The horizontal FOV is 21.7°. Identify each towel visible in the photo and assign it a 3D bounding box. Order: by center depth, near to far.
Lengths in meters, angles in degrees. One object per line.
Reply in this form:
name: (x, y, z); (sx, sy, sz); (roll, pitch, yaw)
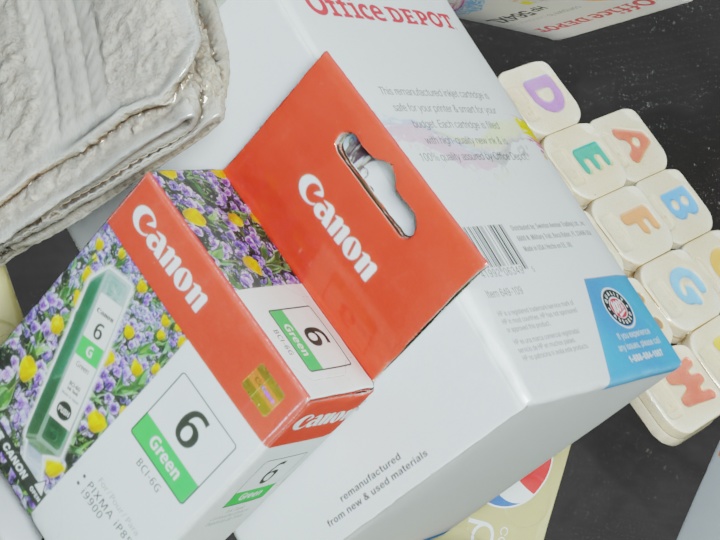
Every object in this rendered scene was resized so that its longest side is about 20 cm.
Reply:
towel: (-0.123, -0.110, 0.752); (0.034, 0.132, 0.201); (32, 33, -50)

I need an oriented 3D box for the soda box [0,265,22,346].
soda box: (-0.236, 0.044, 0.752); (0.199, 0.064, 0.068); (-26, 113, -24)

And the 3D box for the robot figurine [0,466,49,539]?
robot figurine: (-0.194, 0.149, 0.748); (0.199, 0.150, 0.125); (-28, 88, -25)

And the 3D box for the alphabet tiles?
alphabet tiles: (0.117, -0.013, 0.910); (0.195, 0.015, 0.201); (-22, 73, -48)

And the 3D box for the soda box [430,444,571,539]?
soda box: (0.045, 0.115, 0.889); (0.067, 0.064, 0.201); (18, 86, -29)

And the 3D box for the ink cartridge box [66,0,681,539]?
ink cartridge box: (0.000, 0.000, 0.777); (0.146, 0.146, 0.201); (-5, 60, -57)

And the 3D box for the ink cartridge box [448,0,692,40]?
ink cartridge box: (0.070, -0.191, 0.891); (0.199, 0.128, 0.126); (9, 85, -25)

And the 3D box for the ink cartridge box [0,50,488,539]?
ink cartridge box: (-0.057, 0.025, 0.697); (0.109, 0.200, 0.050); (53, 28, 18)

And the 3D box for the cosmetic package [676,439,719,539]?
cosmetic package: (0.220, 0.146, 0.969); (0.071, 0.101, 0.201); (32, 74, -21)

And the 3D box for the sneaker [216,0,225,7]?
sneaker: (-0.120, -0.099, 0.837); (0.200, 0.078, 0.080); (-35, 76, -20)
